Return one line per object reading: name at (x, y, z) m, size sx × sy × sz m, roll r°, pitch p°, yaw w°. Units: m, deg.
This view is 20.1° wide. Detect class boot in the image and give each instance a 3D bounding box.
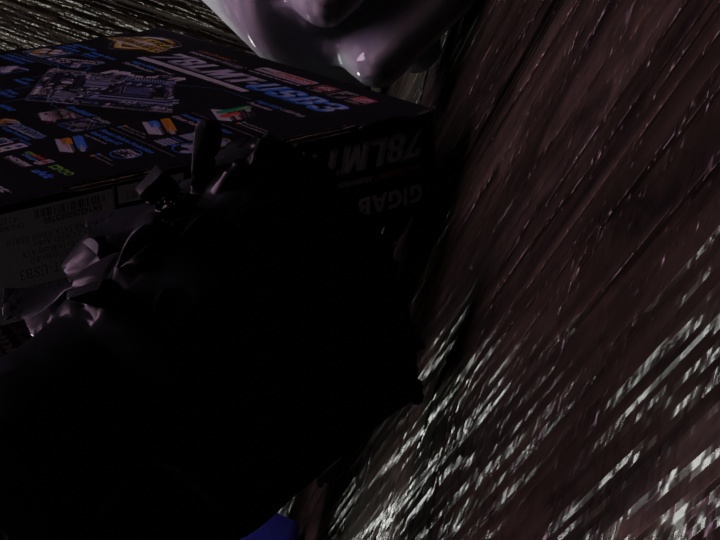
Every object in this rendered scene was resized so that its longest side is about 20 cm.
boot at (-0.037, 0.070, 0.610) m, size 0.073 × 0.199 × 0.162 m, roll -15°, pitch 23°, yaw 50°

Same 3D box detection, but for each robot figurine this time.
robot figurine at (-0.025, -0.155, 0.916) m, size 0.113 × 0.170 × 0.200 m, roll -40°, pitch 37°, yaw -2°

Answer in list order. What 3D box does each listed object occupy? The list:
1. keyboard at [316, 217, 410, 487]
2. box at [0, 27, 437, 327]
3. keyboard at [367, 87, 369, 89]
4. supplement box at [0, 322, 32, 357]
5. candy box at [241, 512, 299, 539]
keyboard at (0.000, 0.000, 0.904) m, size 0.200 × 0.020 × 0.128 m, roll -88°, pitch 16°, yaw -68°
box at (-0.106, -0.045, 0.781) m, size 0.199 × 0.197 × 0.050 m, roll 23°, pitch 118°, yaw 48°
keyboard at (-0.022, -0.042, 1.196) m, size 0.127 × 0.020 × 0.202 m, roll 117°, pitch 168°, yaw -84°
supplement box at (-0.132, 0.053, 0.794) m, size 0.199 × 0.131 × 0.104 m, roll -18°, pitch -34°, yaw -41°
candy box at (-0.098, 0.203, 0.968) m, size 0.200 × 0.076 × 0.170 m, roll 125°, pitch 164°, yaw -69°
